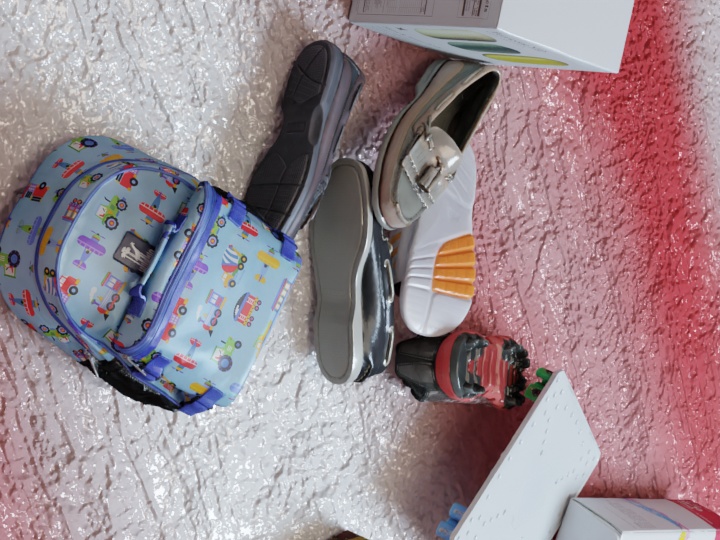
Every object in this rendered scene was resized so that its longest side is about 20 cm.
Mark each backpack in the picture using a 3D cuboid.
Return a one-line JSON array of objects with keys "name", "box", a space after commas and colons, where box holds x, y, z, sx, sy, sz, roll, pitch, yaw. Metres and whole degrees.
[{"name": "backpack", "box": [-0.171, -0.004, 1.237, 0.200, 0.134, 0.183, 39, 74, -33]}]

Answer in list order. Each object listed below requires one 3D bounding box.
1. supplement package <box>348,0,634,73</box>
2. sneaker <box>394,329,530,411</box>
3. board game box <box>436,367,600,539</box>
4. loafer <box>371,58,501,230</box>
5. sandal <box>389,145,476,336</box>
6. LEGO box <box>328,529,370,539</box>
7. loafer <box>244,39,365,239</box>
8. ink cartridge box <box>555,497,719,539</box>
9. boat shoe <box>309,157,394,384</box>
[{"name": "supplement package", "box": [0.119, -0.264, 1.372, 0.151, 0.199, 0.152, 12, 91, -38]}, {"name": "sneaker", "box": [0.095, 0.093, 1.505, 0.200, 0.097, 0.072, 17, 77, -62]}, {"name": "board game box", "box": [0.159, 0.218, 1.564, 0.201, 0.026, 0.200, -55, 147, -17]}, {"name": "loafer", "box": [0.069, -0.119, 1.407, 0.072, 0.062, 0.201, 61, 40, -38]}, {"name": "sandal", "box": [0.065, -0.031, 1.469, 0.079, 0.059, 0.208, 26, 61, -32]}, {"name": "LEGO box", "box": [-0.050, 0.351, 1.433, 0.199, 0.077, 0.150, -25, 113, -33]}, {"name": "loafer", "box": [-0.043, -0.094, 1.363, 0.063, 0.072, 0.202, 25, 80, -43]}, {"name": "ink cartridge box", "box": [0.291, 0.321, 1.679, 0.199, 0.085, 0.149, 9, 105, -38]}, {"name": "boat shoe", "box": [0.000, 0.000, 1.410, 0.060, 0.074, 0.202, -8, 100, -43]}]
